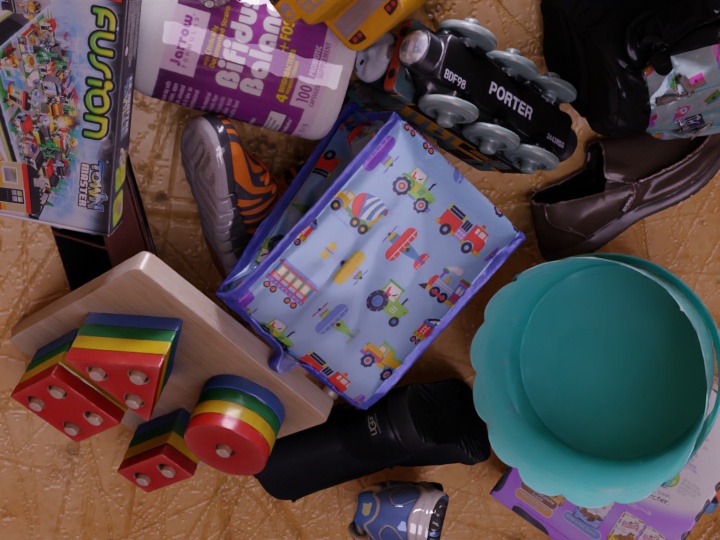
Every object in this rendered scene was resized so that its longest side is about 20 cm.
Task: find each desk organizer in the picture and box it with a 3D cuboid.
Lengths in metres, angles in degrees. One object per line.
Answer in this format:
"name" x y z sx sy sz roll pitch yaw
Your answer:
"desk organizer" -0.212 -0.056 1.062 0.076 0.072 0.201 -15 116 -6

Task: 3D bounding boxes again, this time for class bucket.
"bucket" 0.202 0.084 1.137 0.205 0.135 0.209 2 95 20

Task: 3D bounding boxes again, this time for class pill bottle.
"pill bottle" -0.108 -0.174 1.008 0.198 0.112 0.113 13 110 -12

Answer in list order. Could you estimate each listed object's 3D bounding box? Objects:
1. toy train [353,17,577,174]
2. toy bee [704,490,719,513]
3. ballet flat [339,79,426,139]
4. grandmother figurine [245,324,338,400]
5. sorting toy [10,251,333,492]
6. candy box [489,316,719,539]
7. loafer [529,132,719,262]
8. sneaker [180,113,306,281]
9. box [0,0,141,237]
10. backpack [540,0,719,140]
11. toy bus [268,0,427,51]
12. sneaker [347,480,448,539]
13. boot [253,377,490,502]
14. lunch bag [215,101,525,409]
"toy train" 0.083 -0.132 1.061 0.199 0.113 0.086 23 77 -43
"toy bee" 0.336 0.197 1.322 0.131 0.109 0.201 -36 93 12
"ballet flat" 0.045 -0.068 1.128 0.072 0.072 0.201 -38 118 3
"grandmother figurine" -0.037 0.048 1.165 0.199 0.061 0.122 -25 107 -6
"sorting toy" -0.161 0.099 1.078 0.200 0.070 0.198 41 139 -24
"candy box" 0.243 0.165 1.240 0.167 0.071 0.201 34 104 12
"loafer" 0.230 -0.084 1.169 0.199 0.073 0.071 -36 117 1
"sneaker" -0.074 -0.068 1.074 0.111 0.078 0.200 -25 152 -12
"box" -0.215 -0.131 0.955 0.109 0.035 0.202 11 113 4
"backpack" 0.261 -0.181 1.102 0.198 0.167 0.127 -13 133 -13
"toy bus" 0.013 -0.218 0.980 0.065 0.200 0.078 -36 97 35
"sneaker" 0.030 0.214 1.201 0.076 0.200 0.076 14 75 1
"boot" 0.009 0.152 1.209 0.167 0.077 0.200 -19 164 23
"lunch bag" 0.000 0.000 1.032 0.150 0.094 0.200 40 84 -25
